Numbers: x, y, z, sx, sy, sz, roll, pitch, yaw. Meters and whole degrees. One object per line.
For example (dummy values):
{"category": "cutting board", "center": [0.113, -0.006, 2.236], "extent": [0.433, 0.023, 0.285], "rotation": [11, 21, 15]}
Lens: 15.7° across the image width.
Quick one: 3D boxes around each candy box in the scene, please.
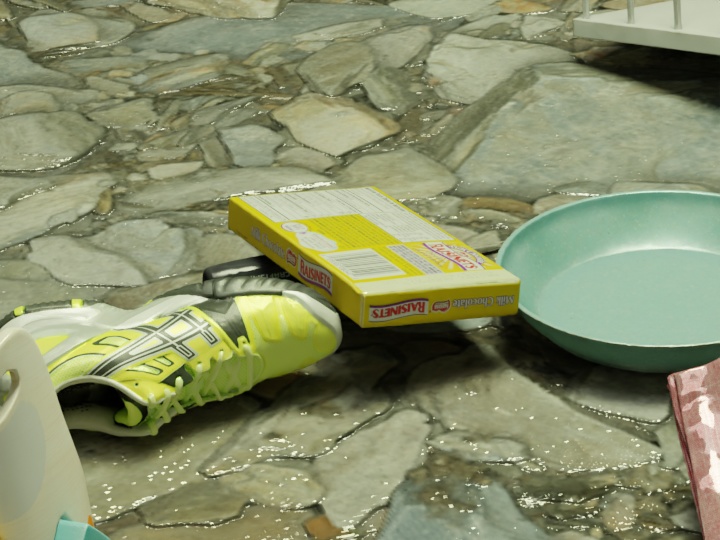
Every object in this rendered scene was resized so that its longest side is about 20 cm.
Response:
{"category": "candy box", "center": [0.004, -0.011, 1.541], "extent": [0.101, 0.027, 0.200], "rotation": [-2, 18, -25]}

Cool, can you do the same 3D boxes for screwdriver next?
{"category": "screwdriver", "center": [0.000, 0.000, 1.593], "extent": [0.198, 0.028, 0.029], "rotation": [-4, 56, -15]}

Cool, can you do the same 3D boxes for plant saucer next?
{"category": "plant saucer", "center": [0.178, 0.011, 1.528], "extent": [0.198, 0.036, 0.200], "rotation": [-2, 28, 1]}

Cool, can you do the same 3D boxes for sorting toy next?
{"category": "sorting toy", "center": [-0.195, 0.121, 1.196], "extent": [0.199, 0.181, 0.107], "rotation": [-21, 31, -30]}

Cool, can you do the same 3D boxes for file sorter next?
{"category": "file sorter", "center": [0.264, -0.224, 1.827], "extent": [0.138, 0.126, 0.199], "rotation": [-14, 19, -37]}

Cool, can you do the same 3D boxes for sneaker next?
{"category": "sneaker", "center": [-0.106, 0.057, 1.452], "extent": [0.198, 0.076, 0.077], "rotation": [-10, 48, -7]}

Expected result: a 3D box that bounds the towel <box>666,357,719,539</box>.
{"category": "towel", "center": [0.248, 0.068, 1.272], "extent": [0.199, 0.023, 0.145], "rotation": [-29, 44, 20]}
